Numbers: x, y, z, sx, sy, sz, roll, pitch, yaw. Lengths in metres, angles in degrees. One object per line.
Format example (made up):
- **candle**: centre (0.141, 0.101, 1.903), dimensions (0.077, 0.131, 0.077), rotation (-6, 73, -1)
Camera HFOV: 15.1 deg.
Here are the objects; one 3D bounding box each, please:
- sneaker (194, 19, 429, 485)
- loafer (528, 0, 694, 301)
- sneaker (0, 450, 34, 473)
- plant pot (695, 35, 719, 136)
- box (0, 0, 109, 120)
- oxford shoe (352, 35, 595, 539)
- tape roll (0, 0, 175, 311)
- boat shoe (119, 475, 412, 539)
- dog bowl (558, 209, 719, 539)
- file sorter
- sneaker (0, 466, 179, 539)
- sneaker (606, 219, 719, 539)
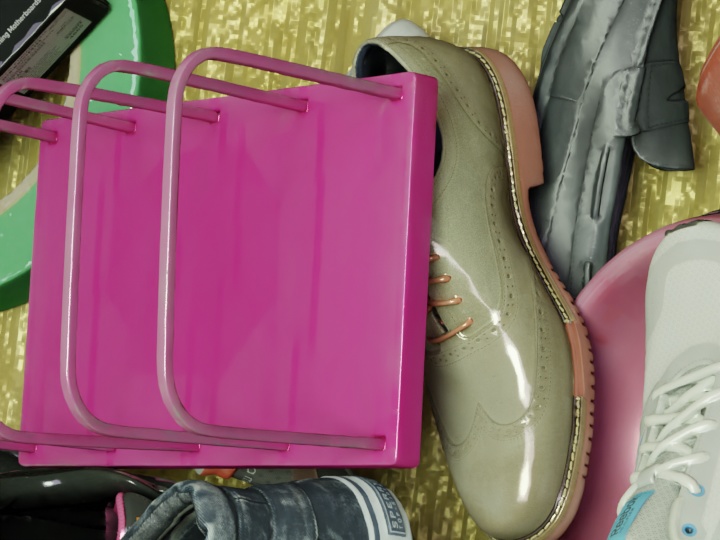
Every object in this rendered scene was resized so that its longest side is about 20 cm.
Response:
- **sneaker**: centre (0.000, 0.000, 1.074), dimensions (0.082, 0.077, 0.200), rotation (23, 78, -5)
- **loafer**: centre (0.099, -0.058, 1.056), dimensions (0.070, 0.068, 0.201), rotation (22, 95, 10)
- **sneaker**: centre (-0.132, 0.163, 1.079), dimensions (0.071, 0.083, 0.200), rotation (-16, 79, 22)
- **plant pot**: centre (0.222, -0.033, 0.854), dimensions (0.201, 0.201, 0.195), rotation (-43, 76, 7)
- **box**: centre (-0.225, -0.092, 1.104), dimensions (0.200, 0.044, 0.160), rotation (-45, 76, 6)
- **oxford shoe**: centre (0.032, 0.007, 0.999), dimensions (0.071, 0.074, 0.200), rotation (-29, 63, 36)
- **tape roll**: centre (-0.179, -0.081, 1.139), dimensions (0.200, 0.048, 0.200), rotation (-1, 84, 14)
- **boat shoe**: centre (-0.065, 0.150, 0.985), dimensions (0.200, 0.091, 0.071), rotation (-62, 40, 27)
- **dog bowl**: centre (0.140, 0.068, 0.975), dimensions (0.200, 0.074, 0.200), rotation (-14, 71, 47)
- **file sorter**: centre (-0.090, -0.003, 0.976), dimensions (0.200, 0.125, 0.139), rotation (-4, 80, 42)
- **sneaker**: centre (-0.077, 0.113, 1.034), dimensions (0.200, 0.086, 0.080), rotation (-1, 67, -15)
- **sneaker**: centre (0.114, 0.072, 0.881), dimensions (0.075, 0.087, 0.200), rotation (-32, 57, 44)
